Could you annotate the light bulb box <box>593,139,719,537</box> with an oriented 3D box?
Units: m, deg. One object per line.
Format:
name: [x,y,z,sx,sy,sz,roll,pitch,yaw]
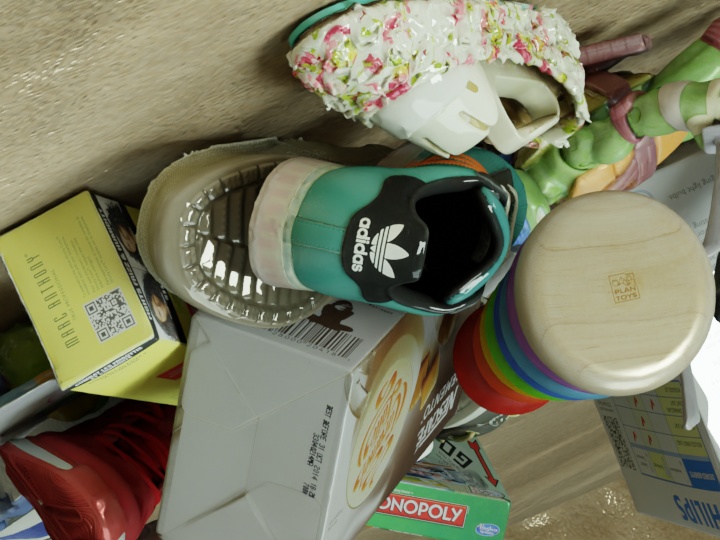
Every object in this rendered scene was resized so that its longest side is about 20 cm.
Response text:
light bulb box: [0.196,0.028,1.612,0.125,0.200,0.198,-23,-175,-11]

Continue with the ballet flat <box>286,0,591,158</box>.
ballet flat: [0.044,-0.079,1.222,0.076,0.064,0.200,-33,167,29]

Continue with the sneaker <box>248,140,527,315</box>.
sneaker: [0.034,-0.014,1.234,0.080,0.071,0.200,14,-168,26]

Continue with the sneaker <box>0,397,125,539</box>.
sneaker: [-0.160,0.097,1.592,0.199,0.081,0.115,-20,174,5]

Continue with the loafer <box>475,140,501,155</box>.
loafer: [0.000,0.000,1.485,0.200,0.071,0.073,-43,-166,6]

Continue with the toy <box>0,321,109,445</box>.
toy: [-0.171,0.057,1.424,0.115,0.047,0.200,-32,173,13]

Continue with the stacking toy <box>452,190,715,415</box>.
stacking toy: [0.088,0.025,1.294,0.085,0.085,0.200,-23,175,-14]

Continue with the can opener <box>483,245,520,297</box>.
can opener: [0.071,-0.031,1.548,0.067,0.053,0.200,-21,168,-28]

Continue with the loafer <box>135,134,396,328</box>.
loafer: [-0.038,-0.020,1.265,0.068,0.076,0.200,11,-172,32]

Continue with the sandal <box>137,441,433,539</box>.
sandal: [-0.052,0.131,1.442,0.203,0.050,0.082,-25,-175,-4]

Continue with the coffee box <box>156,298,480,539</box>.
coffee box: [-0.013,0.045,1.353,0.200,0.080,0.114,-45,150,-61]

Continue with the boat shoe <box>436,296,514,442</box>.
boat shoe: [0.052,0.052,1.528,0.060,0.072,0.202,8,170,-20]

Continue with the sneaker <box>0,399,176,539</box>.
sneaker: [-0.109,0.082,1.432,0.116,0.078,0.200,-36,-172,-11]

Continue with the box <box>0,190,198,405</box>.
box: [-0.097,0.017,1.328,0.050,0.075,0.200,-28,168,9]

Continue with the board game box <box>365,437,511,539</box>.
board game box: [0.001,0.101,1.600,0.135,0.029,0.200,11,-171,-8]

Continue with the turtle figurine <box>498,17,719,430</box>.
turtle figurine: [0.163,-0.045,1.377,0.194,0.200,0.144,-42,132,-21]

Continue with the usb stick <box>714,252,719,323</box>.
usb stick: [0.210,-0.057,1.469,0.055,0.200,0.033,-19,132,40]
